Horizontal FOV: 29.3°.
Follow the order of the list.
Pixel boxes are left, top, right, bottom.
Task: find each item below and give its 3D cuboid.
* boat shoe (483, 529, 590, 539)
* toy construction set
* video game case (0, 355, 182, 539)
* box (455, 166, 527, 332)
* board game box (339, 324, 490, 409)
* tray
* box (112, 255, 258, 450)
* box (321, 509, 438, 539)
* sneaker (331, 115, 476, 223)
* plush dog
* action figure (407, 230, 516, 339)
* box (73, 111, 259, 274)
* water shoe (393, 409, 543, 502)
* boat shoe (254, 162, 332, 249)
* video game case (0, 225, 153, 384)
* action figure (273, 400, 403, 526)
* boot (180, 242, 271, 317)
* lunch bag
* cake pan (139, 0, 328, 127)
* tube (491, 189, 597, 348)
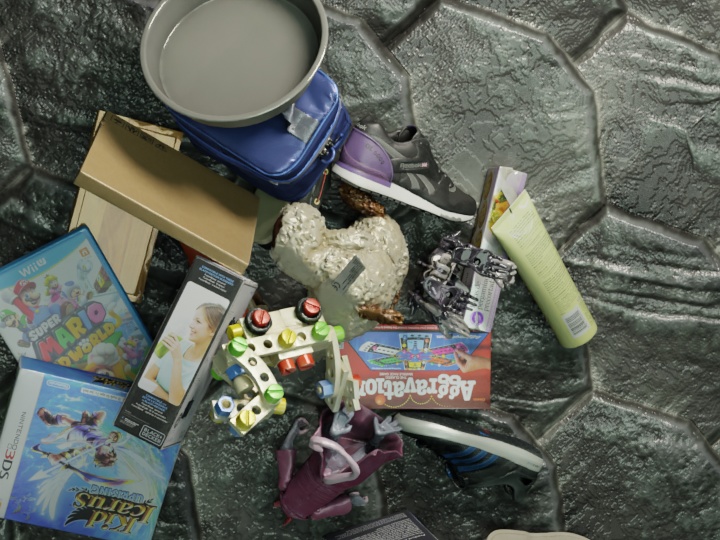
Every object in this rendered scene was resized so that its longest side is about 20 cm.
[{"bbox_3d":[0.234,0.373,1.736,0.200,0.073,0.063,14,135,-20],"label":"boat shoe"},{"bbox_3d":[-0.076,0.105,1.463,0.200,0.092,0.131,-3,61,-44],"label":"toy construction set"},{"bbox_3d":[-0.311,0.208,1.563,0.199,0.045,0.182,15,104,-15],"label":"video game case"},{"bbox_3d":[0.156,-0.026,1.664,0.039,0.041,0.201,14,88,-14],"label":"box"},{"bbox_3d":[0.061,0.116,1.668,0.199,0.019,0.103,1,89,-14],"label":"board game box"},{"bbox_3d":[-0.274,-0.072,1.563,0.098,0.037,0.201,14,93,-15],"label":"tray"},{"bbox_3d":[-0.185,0.087,1.483,0.060,0.117,0.200,27,89,4],"label":"box"},{"bbox_3d":[0.053,0.413,1.612,0.123,0.198,0.201,-16,100,-12],"label":"box"},{"bbox_3d":[0.068,-0.118,1.598,0.200,0.076,0.088,17,101,-35],"label":"sneaker"},{"bbox_3d":[0.000,0.000,1.569,0.160,0.172,0.200,8,123,23],"label":"plush dog"},{"bbox_3d":[0.112,0.017,1.578,0.102,0.200,0.119,35,89,-4],"label":"action figure"},{"bbox_3d":[-0.203,-0.085,1.482,0.200,0.164,0.021,30,115,-15],"label":"box"},{"bbox_3d":[0.127,0.229,1.677,0.200,0.072,0.079,19,96,-13],"label":"water shoe"},{"bbox_3d":[-0.069,-0.115,1.598,0.063,0.074,0.202,29,79,-46],"label":"boat shoe"},{"bbox_3d":[-0.323,0.067,1.550,0.143,0.018,0.200,-27,110,-1],"label":"video game case"},{"bbox_3d":[-0.038,0.245,1.598,0.134,0.149,0.200,37,119,-6],"label":"action figure"},{"bbox_3d":[-0.178,0.025,1.581,0.107,0.075,0.200,-30,103,-4],"label":"boot"},{"bbox_3d":[-0.108,-0.172,1.507,0.200,0.132,0.136,31,84,14],"label":"lunch bag"},{"bbox_3d":[-0.130,-0.232,1.443,0.200,0.037,0.201,-3,63,7],"label":"cake pan"},{"bbox_3d":[0.223,0.003,1.670,0.052,0.058,0.200,-26,115,13],"label":"tube"}]
